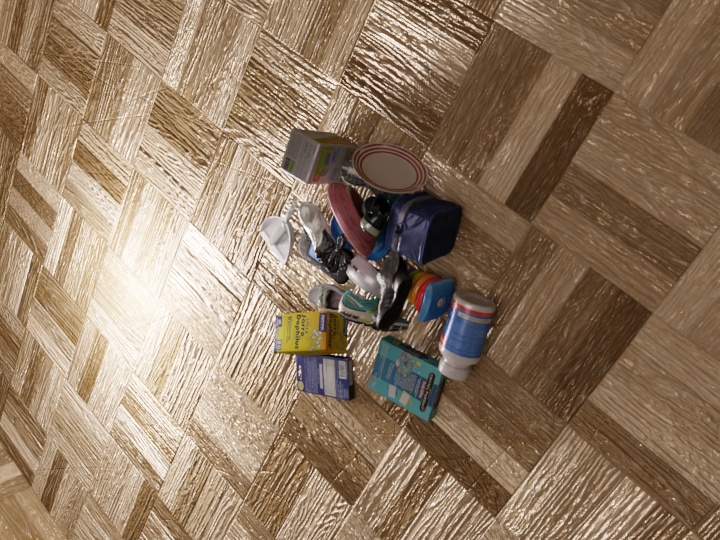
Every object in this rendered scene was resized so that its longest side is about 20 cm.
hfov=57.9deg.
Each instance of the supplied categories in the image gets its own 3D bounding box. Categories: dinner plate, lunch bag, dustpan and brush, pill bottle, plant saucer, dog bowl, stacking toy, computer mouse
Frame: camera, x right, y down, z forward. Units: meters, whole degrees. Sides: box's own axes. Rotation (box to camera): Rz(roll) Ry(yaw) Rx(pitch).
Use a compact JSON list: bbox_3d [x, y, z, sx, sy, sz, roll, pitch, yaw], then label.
[{"bbox_3d":[0.073,-0.252,1.627,0.199,0.199,0.025,41,140,21],"label":"dinner plate"},{"bbox_3d":[0.143,-0.107,1.591,0.131,0.198,0.139,25,116,29],"label":"lunch bag"},{"bbox_3d":[-0.229,-0.127,1.921,0.140,0.057,0.201,51,120,17],"label":"dustpan and brush"},{"bbox_3d":[0.256,0.162,1.607,0.111,0.111,0.205,23,108,28],"label":"pill bottle"},{"bbox_3d":[-0.012,-0.137,1.640,0.050,0.200,0.204,-28,81,15],"label":"plant saucer"},{"bbox_3d":[0.010,-0.102,1.772,0.197,0.049,0.114,25,110,29],"label":"dog bowl"},{"bbox_3d":[0.138,0.036,1.686,0.199,0.108,0.119,34,122,37],"label":"stacking toy"},{"bbox_3d":[0.000,0.000,1.730,0.198,0.044,0.111,35,104,14],"label":"computer mouse"}]

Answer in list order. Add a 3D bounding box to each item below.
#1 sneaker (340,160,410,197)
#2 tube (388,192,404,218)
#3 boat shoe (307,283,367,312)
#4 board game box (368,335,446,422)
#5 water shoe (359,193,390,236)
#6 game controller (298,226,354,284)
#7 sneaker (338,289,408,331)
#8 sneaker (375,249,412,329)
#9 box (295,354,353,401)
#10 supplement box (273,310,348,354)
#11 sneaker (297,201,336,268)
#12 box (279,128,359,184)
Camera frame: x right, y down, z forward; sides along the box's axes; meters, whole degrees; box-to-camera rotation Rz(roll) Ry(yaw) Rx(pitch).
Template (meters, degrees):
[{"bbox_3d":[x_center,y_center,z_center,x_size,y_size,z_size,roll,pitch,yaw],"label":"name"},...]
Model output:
[{"bbox_3d":[0.044,-0.239,1.704,0.196,0.080,0.079,26,101,8],"label":"sneaker"},{"bbox_3d":[0.096,-0.125,1.664,0.049,0.078,0.204,7,125,22],"label":"tube"},{"bbox_3d":[-0.072,0.083,1.840,0.198,0.064,0.076,16,96,30],"label":"boat shoe"},{"bbox_3d":[0.128,0.288,1.752,0.197,0.047,0.154,25,110,28],"label":"board game box"},{"bbox_3d":[0.048,-0.146,1.581,0.071,0.201,0.079,36,112,-13],"label":"water shoe"},{"bbox_3d":[-0.100,-0.047,1.858,0.198,0.042,0.106,35,115,25],"label":"game controller"},{"bbox_3d":[0.040,0.109,1.736,0.196,0.078,0.081,20,69,-6],"label":"sneaker"},{"bbox_3d":[0.076,0.043,1.665,0.105,0.059,0.203,53,127,44],"label":"sneaker"},{"bbox_3d":[-0.107,0.308,1.922,0.196,0.032,0.125,3,98,34],"label":"box"},{"bbox_3d":[-0.142,0.182,1.867,0.196,0.109,0.112,-7,75,34],"label":"supplement box"},{"bbox_3d":[-0.110,-0.100,1.808,0.071,0.072,0.204,-26,88,17],"label":"sneaker"},{"bbox_3d":[-0.104,-0.301,1.727,0.100,0.199,0.115,31,111,24],"label":"box"}]
